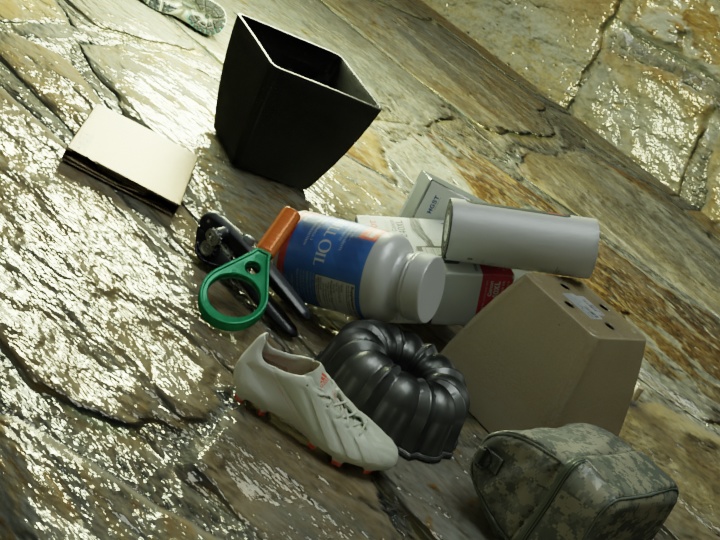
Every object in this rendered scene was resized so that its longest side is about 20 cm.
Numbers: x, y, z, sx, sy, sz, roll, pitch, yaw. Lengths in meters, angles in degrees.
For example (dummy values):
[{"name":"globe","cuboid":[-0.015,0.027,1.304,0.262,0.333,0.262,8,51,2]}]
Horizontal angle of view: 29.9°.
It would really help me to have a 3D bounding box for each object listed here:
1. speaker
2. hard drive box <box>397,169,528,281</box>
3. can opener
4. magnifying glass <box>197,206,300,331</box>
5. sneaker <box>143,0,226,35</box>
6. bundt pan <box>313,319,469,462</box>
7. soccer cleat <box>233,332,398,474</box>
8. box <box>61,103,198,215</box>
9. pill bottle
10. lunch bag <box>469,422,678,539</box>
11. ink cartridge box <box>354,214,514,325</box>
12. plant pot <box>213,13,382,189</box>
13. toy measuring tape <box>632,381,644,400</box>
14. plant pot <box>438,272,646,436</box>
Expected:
[{"name":"speaker","cuboid":[0.208,-0.040,1.746,0.197,0.082,0.081,8,23,-3]},{"name":"hard drive box","cuboid":[0.144,-0.028,1.931,0.198,0.157,0.077,26,10,-14]},{"name":"can opener","cuboid":[-0.130,0.000,1.629,0.200,0.064,0.078,42,22,28]},{"name":"magnifying glass","cuboid":[-0.124,-0.005,1.581,0.079,0.023,0.201,26,51,7]},{"name":"sneaker","cuboid":[-0.341,-0.507,2.522,0.199,0.078,0.086,35,7,-9]},{"name":"bundt pan","cuboid":[0.044,0.128,1.561,0.200,0.076,0.202,26,22,-11]},{"name":"soccer cleat","cuboid":[-0.041,0.141,1.407,0.198,0.078,0.069,30,20,-2]},{"name":"box","cuboid":[-0.302,-0.151,1.797,0.162,0.021,0.201,27,20,-10]},{"name":"pill bottle","cuboid":[0.000,0.000,1.653,0.197,0.114,0.112,14,13,24]},{"name":"lunch bag","cuboid":[0.227,0.239,1.465,0.199,0.140,0.168,4,33,-51]},{"name":"ink cartridge box","cuboid":[0.089,0.000,1.803,0.197,0.084,0.146,3,32,-12]},{"name":"plant pot","cuboid":[-0.117,-0.245,2.051,0.197,0.179,0.201,18,25,-32]},{"name":"toy measuring tape","cuboid":[0.354,0.123,2.015,0.073,0.074,0.201,19,23,-27]},{"name":"plant pot","cuboid":[0.246,0.116,1.723,0.199,0.178,0.200,7,31,-49]}]
